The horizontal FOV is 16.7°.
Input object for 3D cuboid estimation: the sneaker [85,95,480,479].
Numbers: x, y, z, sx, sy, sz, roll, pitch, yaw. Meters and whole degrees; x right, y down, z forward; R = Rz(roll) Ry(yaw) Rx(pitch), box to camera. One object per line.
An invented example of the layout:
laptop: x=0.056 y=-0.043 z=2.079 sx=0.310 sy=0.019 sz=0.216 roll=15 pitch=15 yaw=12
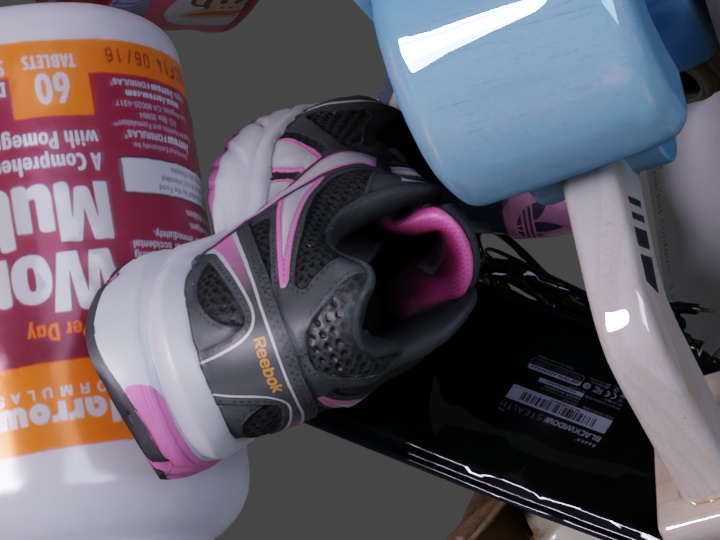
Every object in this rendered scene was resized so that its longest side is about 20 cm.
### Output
sneaker: x=0.000 y=0.000 z=0.717 sx=0.081 sy=0.086 sz=0.200 roll=68 pitch=23 yaw=-18

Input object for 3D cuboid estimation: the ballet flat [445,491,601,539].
ballet flat: x=0.054 y=0.101 z=0.795 sx=0.200 sy=0.072 sz=0.068 roll=-42 pitch=93 yaw=-26

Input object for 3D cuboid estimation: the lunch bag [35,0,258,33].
lunch bag: x=-0.059 y=-0.187 z=0.777 sx=0.081 sy=0.176 sz=0.201 roll=-1 pitch=74 yaw=-22

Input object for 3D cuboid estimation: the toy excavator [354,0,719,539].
toy excavator: x=0.061 y=-0.036 z=0.691 sx=0.099 sy=0.194 sz=0.201 roll=-16 pitch=62 yaw=19

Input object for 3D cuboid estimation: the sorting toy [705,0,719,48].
sorting toy: x=0.187 y=-0.112 z=0.725 sx=0.199 sy=0.069 sz=0.201 roll=-48 pitch=132 yaw=-31

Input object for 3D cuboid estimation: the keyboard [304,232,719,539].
keyboard: x=0.070 y=0.047 z=0.794 sx=0.199 sy=0.040 sz=0.104 roll=21 pitch=51 yaw=23

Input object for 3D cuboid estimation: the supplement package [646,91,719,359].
supplement package: x=0.198 y=-0.004 z=0.863 sx=0.155 sy=0.111 sz=0.201 roll=-1 pitch=75 yaw=-22

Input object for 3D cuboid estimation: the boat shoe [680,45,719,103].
boat shoe: x=0.043 y=-0.114 z=0.787 sx=0.199 sy=0.075 sz=0.069 roll=21 pitch=69 yaw=27

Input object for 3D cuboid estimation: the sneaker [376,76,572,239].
sneaker: x=0.079 y=-0.095 z=0.852 sx=0.082 sy=0.070 sz=0.201 roll=21 pitch=71 yaw=21

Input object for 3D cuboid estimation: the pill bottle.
pill bottle: x=-0.093 y=0.031 z=0.737 sx=0.109 sy=0.110 sz=0.201 roll=-5 pitch=76 yaw=-23
